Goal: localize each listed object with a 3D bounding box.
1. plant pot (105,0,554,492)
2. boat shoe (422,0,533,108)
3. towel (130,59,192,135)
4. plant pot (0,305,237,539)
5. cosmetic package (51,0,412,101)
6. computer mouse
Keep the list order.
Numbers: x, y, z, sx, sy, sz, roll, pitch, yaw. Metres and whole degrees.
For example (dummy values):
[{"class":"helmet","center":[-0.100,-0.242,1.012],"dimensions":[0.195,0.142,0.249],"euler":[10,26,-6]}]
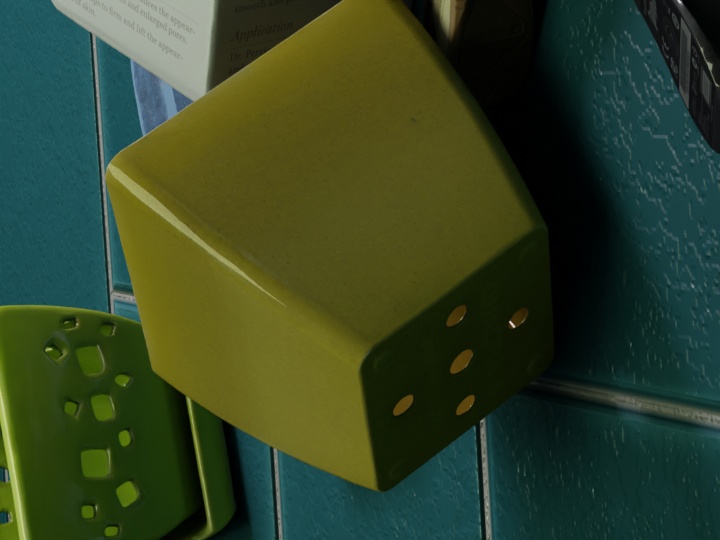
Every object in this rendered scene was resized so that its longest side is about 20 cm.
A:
[{"class":"plant pot","center":[0.000,0.000,1.561],"dimensions":[0.176,0.200,0.201],"euler":[43,157,31]},{"class":"boat shoe","center":[0.066,-0.190,1.554],"dimensions":[0.072,0.072,0.201],"euler":[-126,31,-46]},{"class":"towel","center":[-0.116,-0.140,1.993],"dimensions":[0.200,0.048,0.112],"euler":[159,103,-65]},{"class":"plant pot","center":[-0.206,0.134,2.095],"dimensions":[0.199,0.180,0.201],"euler":[148,114,-63]},{"class":"cosmetic package","center":[-0.070,-0.232,1.685],"dimensions":[0.165,0.164,0.201],"euler":[34,127,38]},{"class":"computer mouse","center":[0.157,-0.162,1.349],"dimensions":[0.141,0.046,0.201],"euler":[80,168,-53]}]
